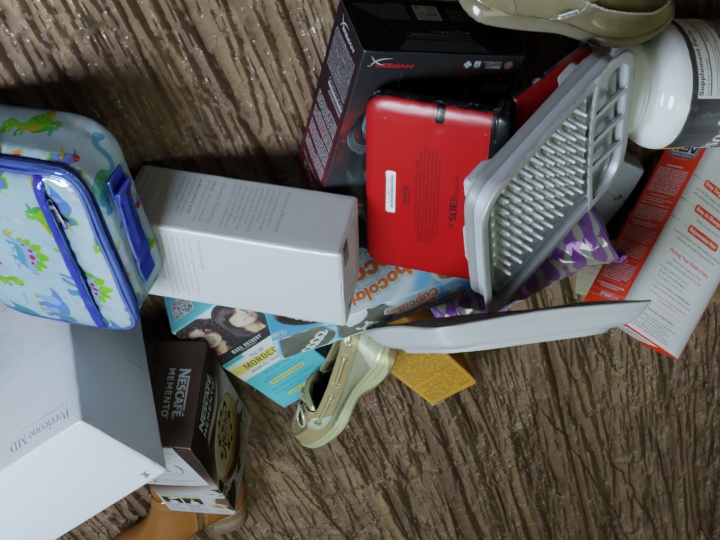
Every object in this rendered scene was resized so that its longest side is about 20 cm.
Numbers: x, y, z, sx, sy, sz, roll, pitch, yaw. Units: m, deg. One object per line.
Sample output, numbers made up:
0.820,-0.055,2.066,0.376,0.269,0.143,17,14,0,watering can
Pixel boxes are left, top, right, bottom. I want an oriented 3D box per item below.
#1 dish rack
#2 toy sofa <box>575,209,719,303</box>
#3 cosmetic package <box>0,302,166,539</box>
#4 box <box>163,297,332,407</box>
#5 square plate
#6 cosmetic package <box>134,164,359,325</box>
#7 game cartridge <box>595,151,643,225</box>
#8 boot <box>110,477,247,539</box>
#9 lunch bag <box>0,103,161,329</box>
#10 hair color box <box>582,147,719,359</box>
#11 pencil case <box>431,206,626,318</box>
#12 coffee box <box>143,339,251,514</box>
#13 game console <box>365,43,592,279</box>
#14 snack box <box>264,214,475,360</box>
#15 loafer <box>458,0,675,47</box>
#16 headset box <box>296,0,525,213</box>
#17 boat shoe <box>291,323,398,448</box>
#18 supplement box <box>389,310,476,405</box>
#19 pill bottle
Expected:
0.146,-0.077,0.989,0.200,0.043,0.172,-47,154,-20,dish rack
0.335,-0.014,1.323,0.198,0.083,0.099,3,95,-26,toy sofa
-0.302,0.129,1.123,0.198,0.201,0.123,-32,140,14,cosmetic package
-0.106,0.067,1.253,0.082,0.049,0.200,-32,140,15,box
0.123,0.050,1.076,0.198,0.029,0.198,-6,179,-18,square plate
-0.102,-0.022,1.069,0.198,0.075,0.102,9,142,8,cosmetic package
0.188,-0.057,1.247,0.132,0.042,0.200,13,130,-40,game cartridge
-0.230,0.278,1.431,0.198,0.074,0.155,-25,144,-13,boot
-0.252,-0.041,0.992,0.159,0.083,0.201,10,142,15,lunch bag
0.319,-0.026,1.229,0.101,0.061,0.201,31,88,-28,hair color box
0.155,0.000,1.203,0.199,0.084,0.086,-29,106,13,pencil case
-0.176,0.163,1.247,0.079,0.114,0.200,2,153,10,coffee box
0.098,-0.098,1.056,0.170,0.119,0.201,10,140,10,game console
0.000,0.000,1.168,0.198,0.117,0.037,-19,143,-2,snack box
0.179,-0.234,1.006,0.198,0.077,0.068,-3,145,-20,loafer
0.036,-0.131,1.065,0.147,0.078,0.201,-2,136,-22,headset box
-0.030,0.113,1.241,0.063,0.074,0.201,19,141,-19,boat shoe
0.049,0.073,1.314,0.068,0.067,0.200,-33,139,16,supplement box
0.298,-0.168,1.101,0.198,0.117,0.117,-4,139,-19,pill bottle
